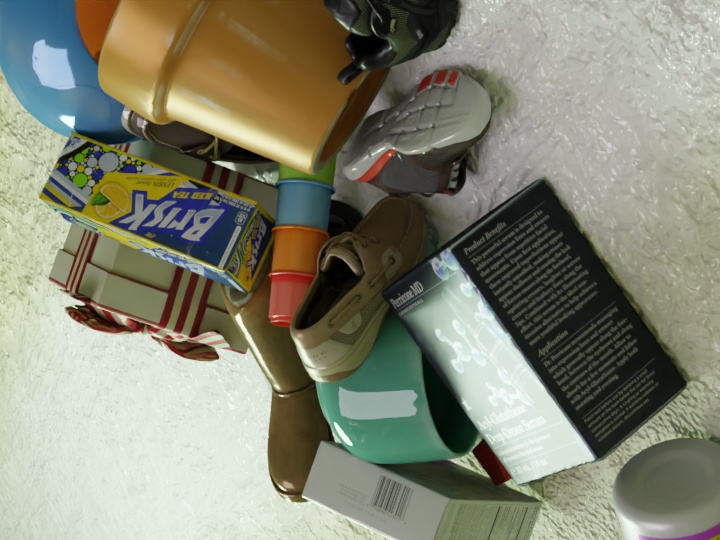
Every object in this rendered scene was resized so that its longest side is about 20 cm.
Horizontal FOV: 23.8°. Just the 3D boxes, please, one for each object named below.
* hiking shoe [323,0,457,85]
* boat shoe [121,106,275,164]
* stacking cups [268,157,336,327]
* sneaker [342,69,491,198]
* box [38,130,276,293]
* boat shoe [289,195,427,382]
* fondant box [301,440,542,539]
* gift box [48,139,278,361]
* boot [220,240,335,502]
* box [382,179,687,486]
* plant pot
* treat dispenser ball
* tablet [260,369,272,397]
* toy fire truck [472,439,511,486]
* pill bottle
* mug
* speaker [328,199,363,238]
[{"bbox_3d":[0.024,-0.214,1.224,0.076,0.100,0.201,40,151,27],"label":"hiking shoe"},{"bbox_3d":[-0.128,-0.129,1.514,0.060,0.200,0.072,43,112,26],"label":"boat shoe"},{"bbox_3d":[-0.053,-0.052,1.465,0.060,0.060,0.202,-10,70,62],"label":"stacking cups"},{"bbox_3d":[0.062,-0.101,1.363,0.082,0.077,0.200,33,162,-19],"label":"sneaker"},{"bbox_3d":[-0.176,-0.051,1.490,0.199,0.070,0.064,21,169,22],"label":"box"},{"bbox_3d":[0.000,0.000,1.427,0.071,0.201,0.065,-5,132,32],"label":"boat shoe"},{"bbox_3d":[0.060,0.211,1.571,0.144,0.059,0.200,21,-178,31],"label":"fondant box"},{"bbox_3d":[-0.187,-0.019,1.633,0.184,0.188,0.200,19,-179,-23],"label":"gift box"},{"bbox_3d":[-0.079,0.088,1.548,0.201,0.066,0.176,68,-164,-47],"label":"boot"},{"bbox_3d":[0.135,0.053,1.356,0.201,0.107,0.148,55,155,1],"label":"box"},{"bbox_3d":[-0.079,-0.178,1.368,0.183,0.201,0.200,34,152,6],"label":"plant pot"},{"bbox_3d":[-0.231,-0.215,1.547,0.201,0.200,0.202,40,151,27],"label":"treat dispenser ball"},{"bbox_3d":[-0.105,0.032,1.721,0.200,0.014,0.131,-118,26,-61],"label":"tablet"},{"bbox_3d":[0.072,0.111,1.604,0.201,0.049,0.141,56,154,-1],"label":"toy fire truck"},{"bbox_3d":[0.271,0.239,1.352,0.104,0.104,0.201,21,139,49],"label":"pill bottle"},{"bbox_3d":[0.032,0.080,1.500,0.114,0.186,0.152,-9,135,23],"label":"mug"},{"bbox_3d":[-0.043,0.014,1.647,0.081,0.081,0.200,46,153,16],"label":"speaker"}]
